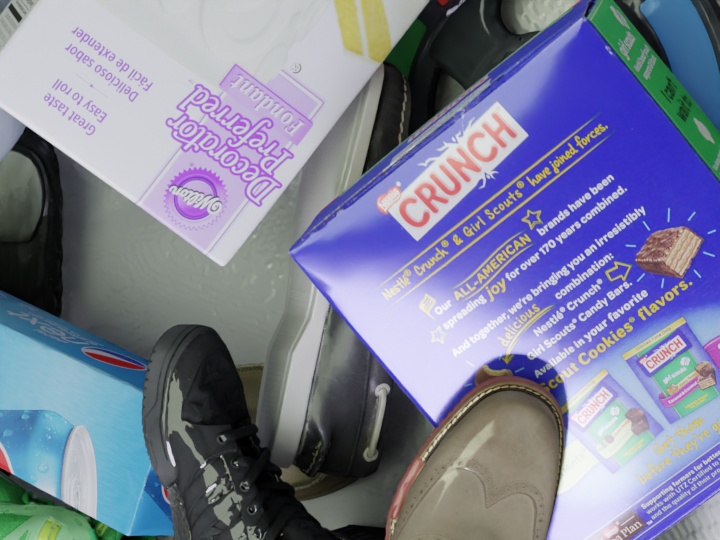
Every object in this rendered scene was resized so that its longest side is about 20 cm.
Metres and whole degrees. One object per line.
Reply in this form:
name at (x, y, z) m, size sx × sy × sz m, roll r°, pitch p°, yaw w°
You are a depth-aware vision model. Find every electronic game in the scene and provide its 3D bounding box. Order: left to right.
electronic game at (0.085, -0.071, 1.173) m, size 0.200 × 0.042 × 0.200 m, roll 4°, pitch 97°, yaw 32°

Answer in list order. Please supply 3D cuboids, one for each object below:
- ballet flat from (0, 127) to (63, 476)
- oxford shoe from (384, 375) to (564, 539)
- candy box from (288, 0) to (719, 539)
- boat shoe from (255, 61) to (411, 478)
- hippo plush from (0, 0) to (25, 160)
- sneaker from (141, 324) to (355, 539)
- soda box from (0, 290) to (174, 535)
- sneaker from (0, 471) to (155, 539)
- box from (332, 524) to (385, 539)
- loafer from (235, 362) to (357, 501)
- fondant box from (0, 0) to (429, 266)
ballet flat at (-0.184, 0.020, 1.350) m, size 0.066 × 0.057 × 0.200 m, roll 12°, pitch 108°, yaw 7°
oxford shoe at (0.039, 0.143, 1.062) m, size 0.070 × 0.075 × 0.200 m, roll 19°, pitch 99°, yaw -10°
candy box at (0.098, 0.008, 1.101) m, size 0.169 × 0.077 × 0.200 m, roll -38°, pitch 98°, yaw 17°
boat shoe at (0.000, 0.000, 1.187) m, size 0.074 × 0.060 × 0.200 m, roll -166°, pitch 88°, yaw -74°
hippo plush at (-0.189, -0.102, 1.246) m, size 0.159 × 0.161 × 0.200 m, roll 1°, pitch 112°, yaw 51°
sneaker at (-0.037, 0.124, 1.136) m, size 0.104 × 0.060 × 0.200 m, roll 0°, pitch 97°, yaw 33°
soda box at (-0.155, 0.063, 1.243) m, size 0.200 × 0.064 × 0.068 m, roll 23°, pitch 99°, yaw 35°
sneaker at (-0.150, 0.149, 1.321) m, size 0.200 × 0.074 × 0.084 m, roll 39°, pitch 109°, yaw 10°
box at (0.050, 0.194, 1.181) m, size 0.200 × 0.106 × 0.122 m, roll 3°, pitch 95°, yaw 32°
loafer at (-0.081, 0.087, 1.273) m, size 0.200 × 0.067 × 0.076 m, roll -11°, pitch 89°, yaw 32°
fondant box at (-0.061, -0.125, 1.141) m, size 0.144 × 0.058 × 0.200 m, roll 36°, pitch 95°, yaw -22°
